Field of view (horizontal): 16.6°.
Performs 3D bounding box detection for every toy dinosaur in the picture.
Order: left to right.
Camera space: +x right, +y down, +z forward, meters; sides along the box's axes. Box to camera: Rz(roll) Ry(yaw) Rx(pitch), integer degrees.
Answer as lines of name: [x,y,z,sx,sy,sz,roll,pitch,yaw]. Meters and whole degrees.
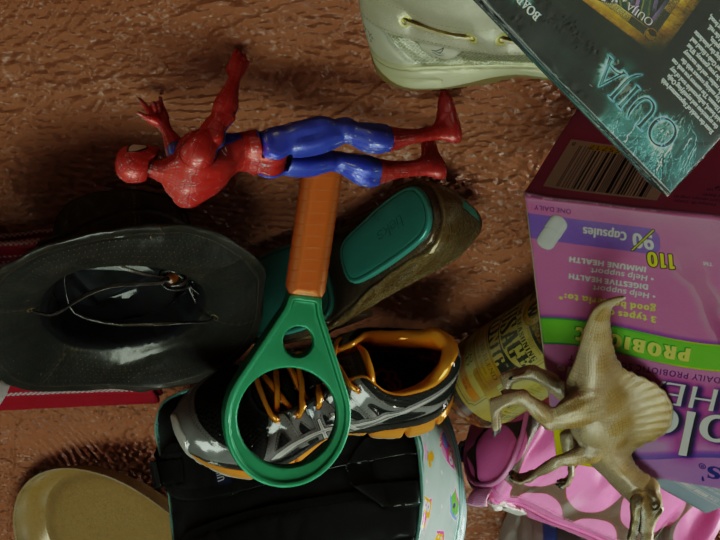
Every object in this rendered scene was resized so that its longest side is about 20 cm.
toy dinosaur: [0.129,0.074,1.425,0.101,0.058,0.200,-4,130,14]

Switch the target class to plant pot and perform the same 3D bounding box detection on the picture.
plant pot: [-0.175,0.223,1.870,0.199,0.027,0.201,20,132,23]

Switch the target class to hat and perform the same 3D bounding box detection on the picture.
hat: [-0.153,0.000,1.546,0.200,0.081,0.201,-8,149,-5]

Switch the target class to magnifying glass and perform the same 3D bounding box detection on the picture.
magnifying glass: [-0.038,0.035,1.517,0.079,0.201,0.022,7,-170,-10]

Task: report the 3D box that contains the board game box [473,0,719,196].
board game box: [0.138,-0.148,1.245,0.135,0.028,0.200,-46,120,2]

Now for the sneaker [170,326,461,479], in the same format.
sneaker: [-0.026,0.074,1.571,0.199,0.078,0.077,-14,156,-24]

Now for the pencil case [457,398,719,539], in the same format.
pencil case: [0.165,0.150,1.729,0.199,0.094,0.091,23,158,-25]

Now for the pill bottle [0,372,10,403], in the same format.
pill bottle: [-0.303,0.011,1.540,0.112,0.113,0.200,-8,132,18]

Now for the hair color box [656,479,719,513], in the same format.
hair color box: [0.281,0.075,1.597,0.061,0.099,0.200,29,139,-32]

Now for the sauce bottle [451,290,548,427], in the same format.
sauce bottle: [0.131,0.037,1.593,0.066,0.066,0.200,23,140,-26]

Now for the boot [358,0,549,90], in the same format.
boot: [0.084,-0.171,1.277,0.199,0.072,0.155,-7,141,14]

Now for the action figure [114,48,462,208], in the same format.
action figure: [-0.052,-0.089,1.432,0.199,0.099,0.065,-9,148,-21]

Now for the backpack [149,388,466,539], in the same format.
backpack: [-0.024,0.155,1.692,0.199,0.176,0.153,-18,158,28]

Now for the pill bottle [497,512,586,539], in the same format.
pill bottle: [0.204,0.241,1.846,0.199,0.114,0.114,10,146,-9]

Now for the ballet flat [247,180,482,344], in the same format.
ballet flat: [0.000,0.000,1.563,0.072,0.068,0.200,10,148,-45]

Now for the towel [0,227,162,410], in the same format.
towel: [-0.229,0.036,1.668,0.144,0.023,0.200,-4,144,16]

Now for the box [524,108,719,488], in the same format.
box: [0.200,0.021,1.433,0.175,0.097,0.201,8,129,23]
